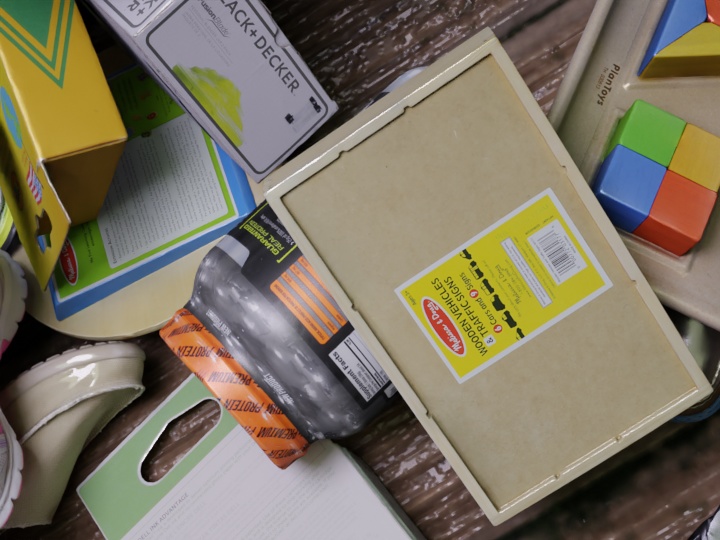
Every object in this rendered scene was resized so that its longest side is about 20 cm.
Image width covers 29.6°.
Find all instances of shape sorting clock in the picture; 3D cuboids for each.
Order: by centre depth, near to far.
[{"bbox_3d":[-0.135,-0.053,0.819,0.198,0.039,0.202,-7,64,15],"label":"shape sorting clock"}]

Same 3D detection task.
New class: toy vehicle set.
[{"bbox_3d":[0.061,0.008,0.629,0.124,0.027,0.201,-32,107,8],"label":"toy vehicle set"}]

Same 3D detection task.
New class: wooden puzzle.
[{"bbox_3d":[0.194,-0.063,0.670,0.199,0.046,0.186,27,71,-4],"label":"wooden puzzle"}]

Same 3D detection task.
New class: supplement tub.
[{"bbox_3d":[0.000,0.000,0.715,0.200,0.123,0.123,-42,72,-8],"label":"supplement tub"}]

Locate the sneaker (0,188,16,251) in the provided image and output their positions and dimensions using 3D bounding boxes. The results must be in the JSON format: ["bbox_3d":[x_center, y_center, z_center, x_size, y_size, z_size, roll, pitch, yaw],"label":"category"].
[{"bbox_3d":[-0.280,-0.088,0.835,0.074,0.081,0.200,-50,57,12],"label":"sneaker"}]

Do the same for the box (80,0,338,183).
[{"bbox_3d":[-0.105,-0.142,0.738,0.060,0.117,0.200,-42,44,-3],"label":"box"}]

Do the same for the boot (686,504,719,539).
[{"bbox_3d":[0.206,0.227,0.668,0.165,0.066,0.200,-40,75,-5],"label":"boot"}]

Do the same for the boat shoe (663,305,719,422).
[{"bbox_3d":[0.171,-0.022,0.723,0.072,0.072,0.202,1,80,14],"label":"boat shoe"}]

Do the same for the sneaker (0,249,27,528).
[{"bbox_3d":[-0.230,0.060,0.719,0.081,0.088,0.201,-12,60,8],"label":"sneaker"}]

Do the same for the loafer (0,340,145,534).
[{"bbox_3d":[-0.196,0.114,0.796,0.200,0.076,0.069,-38,74,15],"label":"loafer"}]

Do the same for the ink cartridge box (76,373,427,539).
[{"bbox_3d":[-0.057,0.150,0.765,0.145,0.048,0.200,-44,53,3],"label":"ink cartridge box"}]

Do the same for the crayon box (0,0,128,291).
[{"bbox_3d":[-0.180,-0.102,0.738,0.050,0.127,0.201,-19,81,-23],"label":"crayon box"}]
